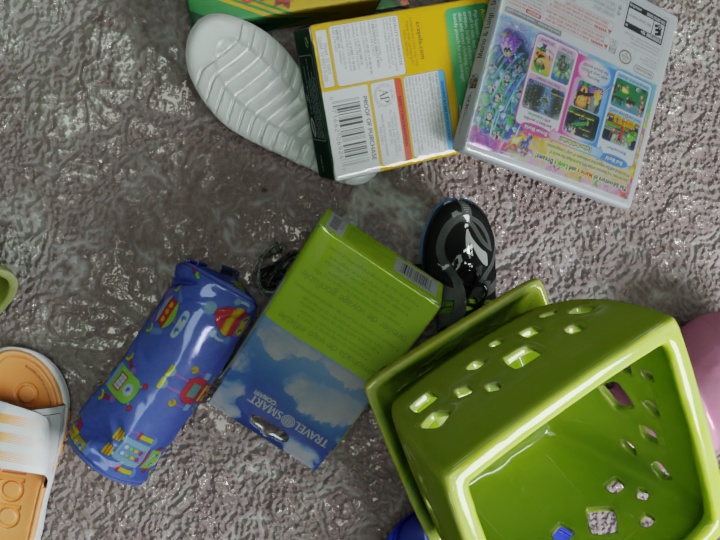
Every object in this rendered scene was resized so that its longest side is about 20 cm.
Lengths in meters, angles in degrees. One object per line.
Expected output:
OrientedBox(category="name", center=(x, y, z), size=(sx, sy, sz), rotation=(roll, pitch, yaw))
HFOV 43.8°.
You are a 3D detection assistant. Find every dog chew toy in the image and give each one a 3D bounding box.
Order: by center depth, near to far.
OrientedBox(category="dog chew toy", center=(0.283, 0.119, 0.795), size=(0.199, 0.125, 0.125), rotation=(-24, 94, 4))

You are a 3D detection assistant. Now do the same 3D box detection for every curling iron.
OrientedBox(category="curling iron", center=(0.000, 0.000, 0.806), size=(0.198, 0.026, 0.050), rotation=(0, 94, -6))

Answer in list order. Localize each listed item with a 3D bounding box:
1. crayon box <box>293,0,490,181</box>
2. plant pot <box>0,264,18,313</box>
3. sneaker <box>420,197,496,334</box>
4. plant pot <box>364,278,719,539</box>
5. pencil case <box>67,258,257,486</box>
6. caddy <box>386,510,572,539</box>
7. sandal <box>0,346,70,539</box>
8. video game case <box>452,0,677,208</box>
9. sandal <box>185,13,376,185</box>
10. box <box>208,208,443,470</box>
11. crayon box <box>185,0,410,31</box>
OrientedBox(category="crayon box", center=(0.052, -0.160, 0.768), size=(0.198, 0.052, 0.127), rotation=(-14, 105, -17))
OrientedBox(category="plant pot", center=(-0.405, -0.022, 0.698), size=(0.199, 0.200, 0.185), rotation=(-32, 84, -3))
OrientedBox(category="sneaker", center=(0.095, 0.036, 0.779), size=(0.070, 0.083, 0.202), rotation=(-5, 101, -13))
OrientedBox(category="plant pot", center=(0.124, 0.133, 0.670), size=(0.198, 0.181, 0.201), rotation=(-30, 116, -15))
OrientedBox(category="pencil case", center=(-0.169, 0.081, 0.767), size=(0.087, 0.078, 0.201), rotation=(33, 89, 24))
OrientedBox(category="caddy", center=(0.114, 0.283, 0.792), size=(0.198, 0.105, 0.143), rotation=(15, 69, -4))
OrientedBox(category="sandal", center=(-0.299, 0.172, 0.768), size=(0.078, 0.059, 0.209), rotation=(6, 92, -6))
OrientedBox(category="video game case", center=(0.184, -0.166, 0.782), size=(0.199, 0.024, 0.184), rotation=(14, 91, -30))
OrientedBox(category="sandal", center=(-0.070, -0.141, 0.784), size=(0.202, 0.050, 0.083), rotation=(37, 90, -20))
OrientedBox(category="box", center=(-0.032, 0.064, 0.766), size=(0.121, 0.048, 0.201), rotation=(33, 114, -4))
OrientedBox(category="crayon box", center=(-0.060, -0.282, 0.777), size=(0.198, 0.051, 0.128), rotation=(-11, 93, -5))
